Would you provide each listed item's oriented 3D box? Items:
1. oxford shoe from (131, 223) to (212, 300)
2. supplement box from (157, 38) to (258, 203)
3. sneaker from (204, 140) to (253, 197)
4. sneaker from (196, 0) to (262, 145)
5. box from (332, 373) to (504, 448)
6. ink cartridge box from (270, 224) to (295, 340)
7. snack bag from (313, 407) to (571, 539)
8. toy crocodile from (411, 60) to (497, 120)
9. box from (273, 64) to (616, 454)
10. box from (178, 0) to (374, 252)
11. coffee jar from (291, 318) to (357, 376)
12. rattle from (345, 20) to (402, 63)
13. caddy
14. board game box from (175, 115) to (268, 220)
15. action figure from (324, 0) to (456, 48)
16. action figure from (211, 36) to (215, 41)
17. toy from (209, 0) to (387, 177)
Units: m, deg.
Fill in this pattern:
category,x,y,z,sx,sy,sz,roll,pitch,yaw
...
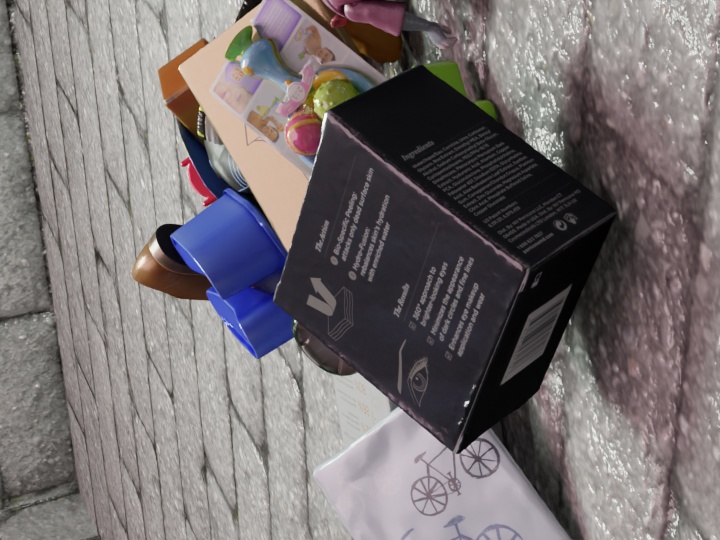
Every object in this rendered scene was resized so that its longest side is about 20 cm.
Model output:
category,x,y,z,sx,sy,sz,roll,pitch,yaw
oxford shoe,-0.151,0.004,1.952,0.071,0.199,0.072,-43,48,33
supplement box,-0.125,-0.145,1.950,0.200,0.066,0.069,48,-166,-36
sneaker,-0.087,-0.106,1.791,0.200,0.070,0.078,30,134,55
sneaker,-0.083,-0.202,1.727,0.075,0.076,0.201,90,-160,-83
box,0.055,0.152,1.712,0.152,0.106,0.201,-155,53,-67
ink cartridge box,-0.030,-0.019,1.887,0.148,0.085,0.201,-143,44,-64
snack bag,0.068,0.207,1.606,0.188,0.021,0.200,-40,81,32
toy crocodile,0.084,-0.078,1.513,0.062,0.067,0.201,116,137,-65
box,0.058,-0.010,1.405,0.200,0.117,0.197,39,135,21
box,-0.052,-0.133,1.631,0.163,0.021,0.201,-32,89,33
coffee jar,0.000,0.000,1.672,0.085,0.104,0.200,49,-156,-23
rattle,0.004,-0.293,1.600,0.143,0.130,0.200,57,132,25
caddy,-0.100,-0.003,1.811,0.142,0.105,0.200,58,172,-21
board game box,-0.148,-0.089,1.974,0.200,0.039,0.158,46,-161,-36
action figure,0.011,-0.242,1.484,0.200,0.148,0.134,-45,67,54
action figure,-0.058,-0.206,1.857,0.149,0.134,0.200,49,161,-2
toy,-0.037,-0.132,1.579,0.200,0.047,0.115,42,117,14
